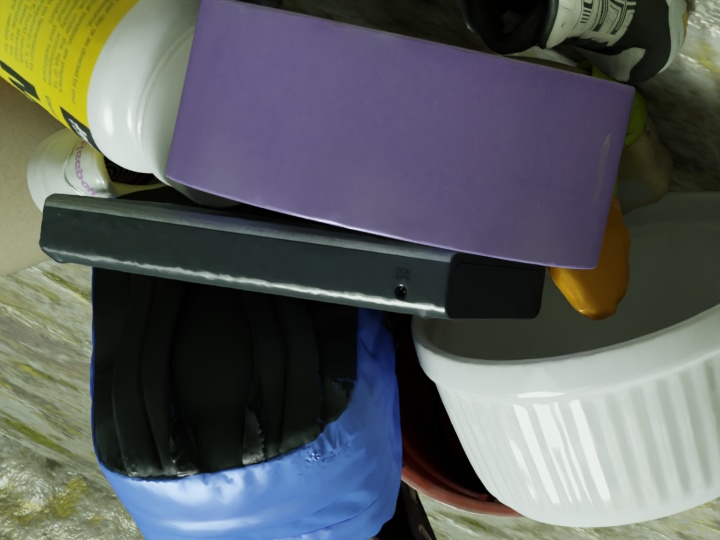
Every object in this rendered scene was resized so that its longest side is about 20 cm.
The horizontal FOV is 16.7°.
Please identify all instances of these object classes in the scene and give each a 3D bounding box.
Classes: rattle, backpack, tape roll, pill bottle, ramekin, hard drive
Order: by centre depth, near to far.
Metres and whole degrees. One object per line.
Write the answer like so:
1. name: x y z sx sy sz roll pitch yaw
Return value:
1. tape roll: 0.018 -0.063 1.099 0.200 0.085 0.200 11 -175 -1
2. hard drive: -0.030 -0.006 1.135 0.200 0.033 0.140 8 -178 21
3. ramekin: 0.134 0.047 1.252 0.200 0.200 0.105 8 122 51
4. rattle: 0.054 -0.026 1.260 0.200 0.143 0.130 -4 161 26
5. pill bottle: -0.120 -0.120 1.263 0.200 0.114 0.114 36 173 35
6. backpack: -0.047 0.062 1.270 0.162 0.200 0.168 -15 132 12

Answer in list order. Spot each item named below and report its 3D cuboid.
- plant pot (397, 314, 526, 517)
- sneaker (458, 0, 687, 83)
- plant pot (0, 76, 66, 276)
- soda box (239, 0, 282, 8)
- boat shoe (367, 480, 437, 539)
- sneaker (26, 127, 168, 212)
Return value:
1. plant pot: 0.101 0.060 1.454 0.200 0.201 0.195 23 172 14
2. sneaker: 0.078 -0.124 1.060 0.076 0.088 0.200 15 162 33
3. plant pot: -0.229 -0.078 1.550 0.134 0.201 0.200 13 163 9
4. soda box: -0.038 -0.178 1.102 0.063 0.071 0.200 25 166 -9
5. boat shoe: 0.007 0.117 1.424 0.073 0.200 0.063 -9 152 -27
6. sneaker: -0.080 -0.067 1.363 0.100 0.200 0.075 -14 94 62
